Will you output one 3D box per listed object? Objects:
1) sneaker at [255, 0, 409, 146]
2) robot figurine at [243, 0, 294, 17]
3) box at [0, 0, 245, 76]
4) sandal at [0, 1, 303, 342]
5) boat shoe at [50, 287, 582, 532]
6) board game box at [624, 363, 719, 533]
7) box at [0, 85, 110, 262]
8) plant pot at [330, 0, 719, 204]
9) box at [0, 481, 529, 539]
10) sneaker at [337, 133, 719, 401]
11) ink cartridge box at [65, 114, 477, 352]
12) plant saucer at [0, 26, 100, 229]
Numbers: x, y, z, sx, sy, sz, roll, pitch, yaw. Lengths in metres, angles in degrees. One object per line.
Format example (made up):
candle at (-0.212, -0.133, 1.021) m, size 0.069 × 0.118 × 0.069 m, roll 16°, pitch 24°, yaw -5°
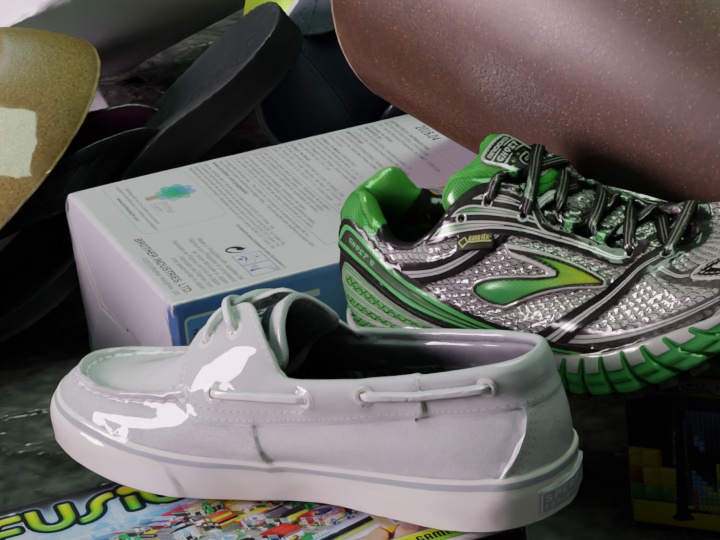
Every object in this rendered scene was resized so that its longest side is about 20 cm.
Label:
sneaker at (0.035, -0.121, 1.185) m, size 0.200 × 0.079 × 0.079 m, roll -40°, pitch 2°, yaw 3°
robot figurine at (0.034, -0.107, 1.299) m, size 0.199 × 0.116 × 0.175 m, roll 12°, pitch -10°, yaw 22°
box at (-0.130, -0.183, 1.388) m, size 0.198 × 0.131 × 0.200 m, roll -23°, pitch -6°, yaw 34°
sandal at (-0.110, -0.046, 1.182) m, size 0.200 × 0.048 × 0.075 m, roll -45°, pitch 21°, yaw 2°
boat shoe at (-0.021, 0.039, 0.950) m, size 0.199 × 0.069 × 0.072 m, roll 9°, pitch 27°, yaw 34°
board game box at (0.215, 0.040, 0.989) m, size 0.199 × 0.057 × 0.165 m, roll 5°, pitch 27°, yaw 27°
box at (-0.176, -0.036, 1.318) m, size 0.144 × 0.037 × 0.200 m, roll -12°, pitch 22°, yaw -10°
plant pot at (0.121, -0.090, 1.044) m, size 0.186 × 0.188 × 0.200 m, roll -21°, pitch 45°, yaw -30°
box at (-0.054, 0.103, 0.944) m, size 0.199 × 0.035 × 0.110 m, roll -14°, pitch 23°, yaw -16°
sneaker at (0.070, -0.004, 0.975) m, size 0.199 × 0.086 × 0.078 m, roll -6°, pitch 20°, yaw 35°
ink cartridge box at (0.000, 0.000, 1.122) m, size 0.199 × 0.077 × 0.136 m, roll -16°, pitch 25°, yaw -18°
plant saucer at (-0.199, -0.043, 1.205) m, size 0.200 × 0.035 × 0.200 m, roll -31°, pitch 26°, yaw 17°
